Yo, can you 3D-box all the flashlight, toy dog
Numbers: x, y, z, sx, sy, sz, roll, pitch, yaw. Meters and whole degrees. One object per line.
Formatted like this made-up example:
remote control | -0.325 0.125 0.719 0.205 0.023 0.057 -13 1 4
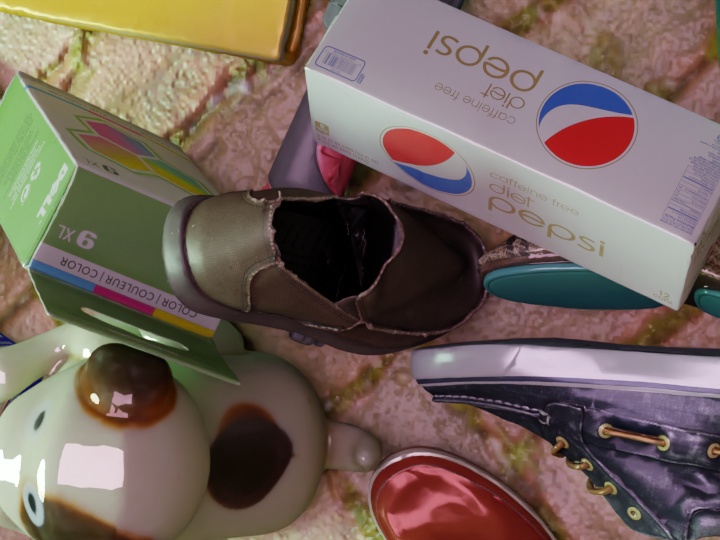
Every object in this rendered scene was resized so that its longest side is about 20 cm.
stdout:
flashlight | -0.006 -0.063 1.021 0.068 0.067 0.201 31 96 50
toy dog | -0.103 0.095 0.978 0.192 0.200 0.141 17 95 18

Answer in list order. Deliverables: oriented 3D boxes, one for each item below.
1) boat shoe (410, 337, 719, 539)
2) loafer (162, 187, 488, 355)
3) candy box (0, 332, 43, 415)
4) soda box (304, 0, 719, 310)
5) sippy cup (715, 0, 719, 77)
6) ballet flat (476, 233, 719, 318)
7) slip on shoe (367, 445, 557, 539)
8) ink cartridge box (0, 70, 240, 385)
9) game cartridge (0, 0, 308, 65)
boat shoe | 0.118 0.081 0.972 0.198 0.071 0.092 3 92 19
loafer | 0.000 0.000 0.943 0.071 0.199 0.074 -11 81 43
candy box | -0.302 0.073 1.109 0.199 0.077 0.170 32 98 17
soda box | 0.074 -0.061 0.928 0.199 0.068 0.064 26 67 14
sippy cup | 0.229 -0.133 0.911 0.129 0.140 0.180 -3 98 7
ballet flat | 0.159 -0.009 0.970 0.198 0.068 0.076 9 71 13
slip on shoe | 0.074 0.169 0.992 0.074 0.061 0.200 -42 76 16
ink cartridge box | -0.117 -0.025 0.977 0.103 0.200 0.060 24 102 -28
game cartridge | -0.111 -0.213 1.075 0.198 0.032 0.178 13 94 21
